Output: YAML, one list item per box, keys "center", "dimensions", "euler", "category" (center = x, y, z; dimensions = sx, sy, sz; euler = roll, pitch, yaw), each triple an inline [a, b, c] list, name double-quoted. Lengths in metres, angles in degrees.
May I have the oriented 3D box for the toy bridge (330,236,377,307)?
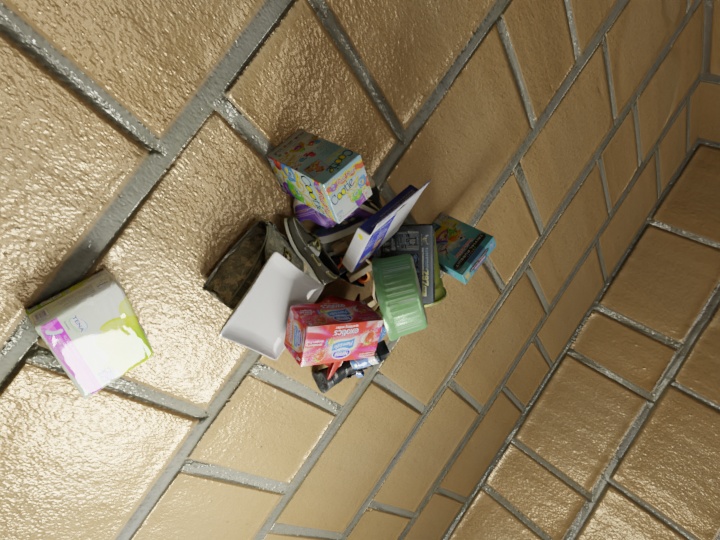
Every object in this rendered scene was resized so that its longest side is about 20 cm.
- center: [-0.002, 0.001, 1.306]
  dimensions: [0.066, 0.027, 0.202]
  euler: [-30, 119, -5]
  category: "toy bridge"

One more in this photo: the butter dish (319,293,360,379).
- center: [-0.089, 0.142, 1.378]
  dimensions: [0.200, 0.146, 0.203]
  euler: [-90, -156, -80]
  category: "butter dish"

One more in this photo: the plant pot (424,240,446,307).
- center: [0.144, -0.022, 1.497]
  dimensions: [0.198, 0.199, 0.188]
  euler: [-18, 115, -38]
  category: "plant pot"

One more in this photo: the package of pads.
- center: [-0.485, 0.117, 0.987]
  dimensions: [0.153, 0.068, 0.203]
  euler: [-34, 135, -27]
  category: "package of pads"

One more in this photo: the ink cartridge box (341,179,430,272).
- center: [0.053, -0.110, 1.208]
  dimensions: [0.197, 0.047, 0.201]
  euler: [-41, 167, -34]
  category: "ink cartridge box"

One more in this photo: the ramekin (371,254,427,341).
- center: [0.097, 0.058, 1.284]
  dimensions: [0.096, 0.202, 0.202]
  euler: [-14, 134, 7]
  category: "ramekin"

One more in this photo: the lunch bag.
- center: [-0.214, 0.010, 1.175]
  dimensions: [0.202, 0.116, 0.164]
  euler: [-57, 144, -12]
  category: "lunch bag"

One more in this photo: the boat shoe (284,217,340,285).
- center: [-0.111, -0.048, 1.238]
  dimensions: [0.059, 0.073, 0.203]
  euler: [-19, 127, 13]
  category: "boat shoe"

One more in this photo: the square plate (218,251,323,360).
- center: [-0.185, 0.078, 1.135]
  dimensions: [0.200, 0.028, 0.200]
  euler: [-57, 145, -5]
  category: "square plate"

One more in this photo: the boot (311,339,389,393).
- center: [-0.028, 0.263, 1.490]
  dimensions: [0.198, 0.165, 0.067]
  euler: [-28, 90, -22]
  category: "boot"

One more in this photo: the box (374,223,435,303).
- center: [0.115, -0.017, 1.393]
  dimensions: [0.051, 0.154, 0.205]
  euler: [-28, 116, -74]
  category: "box"

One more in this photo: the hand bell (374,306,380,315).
- center: [0.058, 0.111, 1.571]
  dimensions: [0.201, 0.103, 0.105]
  euler: [-52, 142, -30]
  category: "hand bell"

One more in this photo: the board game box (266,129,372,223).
- center: [-0.086, -0.199, 1.112]
  dimensions: [0.105, 0.199, 0.104]
  euler: [-41, 137, -19]
  category: "board game box"

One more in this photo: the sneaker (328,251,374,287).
- center: [0.000, 0.000, 1.396]
  dimensions: [0.198, 0.111, 0.079]
  euler: [-10, 121, -43]
  category: "sneaker"

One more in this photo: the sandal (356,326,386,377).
- center: [0.017, 0.244, 1.588]
  dimensions: [0.201, 0.086, 0.080]
  euler: [-49, 138, -15]
  category: "sandal"

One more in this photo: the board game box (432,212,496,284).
- center: [0.272, -0.070, 1.574]
  dimensions: [0.151, 0.199, 0.047]
  euler: [-49, 140, -12]
  category: "board game box"

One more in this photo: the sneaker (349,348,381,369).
- center: [-0.003, 0.190, 1.401]
  dimensions: [0.076, 0.200, 0.077]
  euler: [-24, 107, -1]
  category: "sneaker"

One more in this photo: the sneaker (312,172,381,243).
- center: [-0.049, -0.161, 1.291]
  dimensions: [0.197, 0.081, 0.149]
  euler: [-22, 99, -3]
  category: "sneaker"

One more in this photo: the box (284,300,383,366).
- center: [-0.059, 0.136, 1.188]
  dimensions: [0.197, 0.095, 0.102]
  euler: [-1, 116, -34]
  category: "box"

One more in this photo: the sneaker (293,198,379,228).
- center: [-0.055, -0.135, 1.227]
  dimensions: [0.195, 0.081, 0.085]
  euler: [4, 114, 1]
  category: "sneaker"
